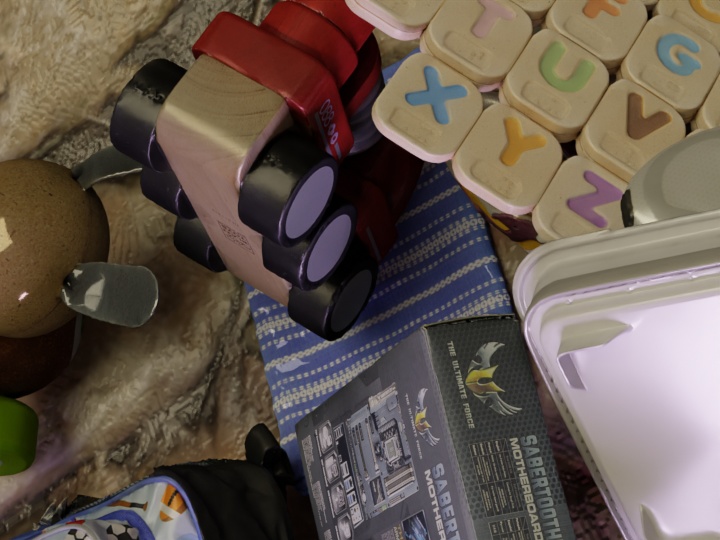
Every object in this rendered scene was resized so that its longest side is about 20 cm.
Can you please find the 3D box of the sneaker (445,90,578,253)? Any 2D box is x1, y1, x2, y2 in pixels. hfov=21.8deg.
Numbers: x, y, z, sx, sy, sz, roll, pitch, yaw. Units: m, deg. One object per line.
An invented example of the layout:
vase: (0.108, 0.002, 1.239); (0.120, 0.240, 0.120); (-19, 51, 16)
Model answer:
sneaker: (0.110, -0.017, 0.845); (0.200, 0.090, 0.075); (35, 97, 36)

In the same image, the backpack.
backpack: (-0.115, 0.197, 0.904); (0.190, 0.154, 0.201); (-29, 67, 41)

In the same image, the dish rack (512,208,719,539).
dish rack: (0.168, 0.054, 0.746); (0.199, 0.172, 0.044); (-12, 29, 30)

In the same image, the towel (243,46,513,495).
towel: (0.000, 0.000, 0.957); (0.145, 0.024, 0.201); (-28, 63, 24)

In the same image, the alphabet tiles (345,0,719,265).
alphabet tiles: (0.095, -0.096, 0.823); (0.200, 0.196, 0.015); (33, 142, 2)

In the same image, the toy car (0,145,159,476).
toy car: (-0.169, -0.003, 0.981); (0.200, 0.158, 0.165); (-17, 58, 34)

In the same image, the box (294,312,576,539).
box: (0.039, 0.137, 0.815); (0.158, 0.051, 0.201); (136, 123, -60)

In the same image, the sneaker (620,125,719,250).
sneaker: (0.202, -0.049, 0.746); (0.199, 0.087, 0.075); (-11, 62, 0)

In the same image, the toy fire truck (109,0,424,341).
toy fire truck: (-0.021, -0.098, 0.888); (0.128, 0.176, 0.200); (30, 75, 20)
